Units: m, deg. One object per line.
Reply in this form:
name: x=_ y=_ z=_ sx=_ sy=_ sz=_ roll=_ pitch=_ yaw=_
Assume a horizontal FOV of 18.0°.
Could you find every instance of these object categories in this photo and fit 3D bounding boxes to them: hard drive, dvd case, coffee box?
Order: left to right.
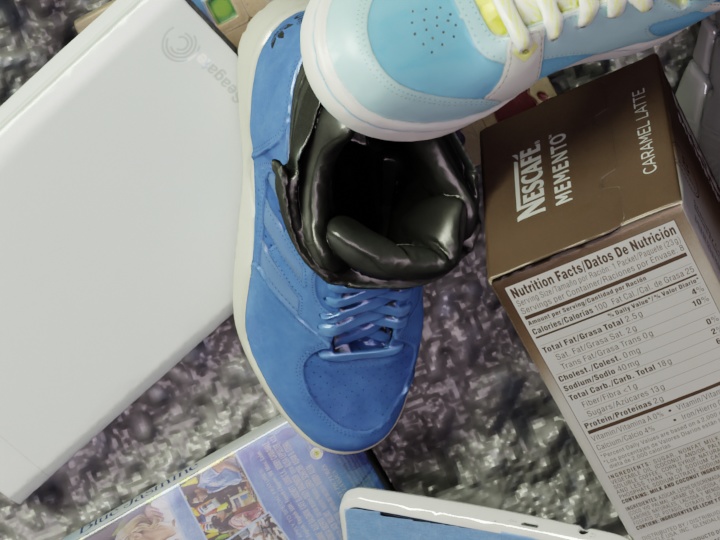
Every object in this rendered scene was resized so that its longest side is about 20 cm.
hard drive: x=-0.113 y=-0.011 z=0.928 sx=0.200 sy=0.026 sz=0.132 roll=-42 pitch=121 yaw=5
dvd case: x=-0.063 y=0.159 z=0.994 sx=0.200 sy=0.018 sz=0.143 roll=-30 pitch=102 yaw=2
coffee box: x=0.124 y=0.033 z=0.899 sx=0.080 sy=0.114 sz=0.200 roll=-22 pitch=120 yaw=15

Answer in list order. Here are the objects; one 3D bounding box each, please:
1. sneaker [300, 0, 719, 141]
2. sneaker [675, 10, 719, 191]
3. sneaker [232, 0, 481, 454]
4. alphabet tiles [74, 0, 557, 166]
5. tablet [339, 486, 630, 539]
sneaker: x=0.080 y=-0.113 z=0.802 sx=0.200 sy=0.131 sz=0.080 roll=-26 pitch=90 yaw=-37
sneaker: x=0.183 y=-0.105 z=0.910 sx=0.082 sy=0.077 sz=0.200 roll=-7 pitch=139 yaw=-16
sneaker: x=-0.001 y=0.000 z=0.888 sx=0.077 sy=0.111 sz=0.200 roll=-10 pitch=116 yaw=-17
alphabet tiles: x=-0.031 y=-0.113 z=0.949 sx=0.167 sy=0.008 sz=0.200 roll=-27 pitch=101 yaw=2
tablet: x=0.060 y=0.182 z=0.952 sx=0.130 sy=0.014 sz=0.200 roll=8 pitch=124 yaw=24
